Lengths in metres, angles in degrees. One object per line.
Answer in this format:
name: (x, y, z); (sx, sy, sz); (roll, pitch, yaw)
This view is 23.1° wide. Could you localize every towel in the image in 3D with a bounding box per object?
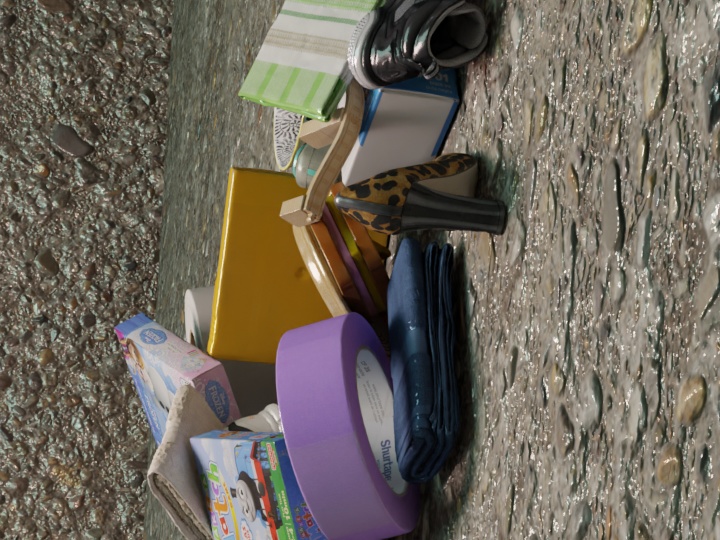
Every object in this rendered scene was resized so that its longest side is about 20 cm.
towel: (-0.027, -0.240, 1.693); (0.149, 0.031, 0.201); (20, 80, 52)
towel: (-0.146, 0.225, 1.776); (0.201, 0.034, 0.133); (59, -154, -30)
towel: (0.057, 0.080, 1.575); (0.112, 0.048, 0.201); (109, 161, -58)

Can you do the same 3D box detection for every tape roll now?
tape roll: (-0.009, 0.142, 1.576); (0.200, 0.065, 0.202); (-16, -90, -77)
tape roll: (-0.123, 0.112, 2.050); (0.203, 0.138, 0.205); (172, 90, -79)

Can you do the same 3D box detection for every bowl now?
bowl: (-0.034, -0.208, 2.002); (0.201, 0.093, 0.203); (-173, 90, -78)

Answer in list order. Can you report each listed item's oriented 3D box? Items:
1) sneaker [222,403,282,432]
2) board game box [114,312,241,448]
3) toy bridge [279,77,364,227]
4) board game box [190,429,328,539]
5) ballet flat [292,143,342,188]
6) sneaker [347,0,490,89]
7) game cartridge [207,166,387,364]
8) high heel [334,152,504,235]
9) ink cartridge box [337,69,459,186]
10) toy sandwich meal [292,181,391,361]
sneaker: (-0.088, 0.239, 1.759); (0.201, 0.079, 0.074); (71, 157, 12)
board game box: (-0.182, 0.165, 1.921); (0.199, 0.043, 0.201); (23, 136, 55)
toy bridge: (-0.028, -0.134, 1.661); (0.067, 0.027, 0.202); (-17, 53, 45)
board game box: (-0.090, 0.225, 1.637); (0.200, 0.036, 0.153); (-9, 95, 63)
ballet flat: (0.000, -0.124, 1.833); (0.200, 0.063, 0.068); (-38, -40, -56)
sneaker: (0.077, -0.245, 1.593); (0.113, 0.076, 0.201); (9, 61, 43)
game cartridge: (-0.064, 0.000, 1.852); (0.032, 0.175, 0.202); (-137, 54, -72)
high heel: (0.033, -0.072, 1.537); (0.200, 0.141, 0.072); (-134, 51, -73)
ink cartridge box: (0.030, -0.196, 1.736); (0.147, 0.085, 0.201); (113, 160, -49)
toy sandwich meal: (0.000, 0.000, 1.723); (0.206, 0.070, 0.205); (59, -172, -13)
